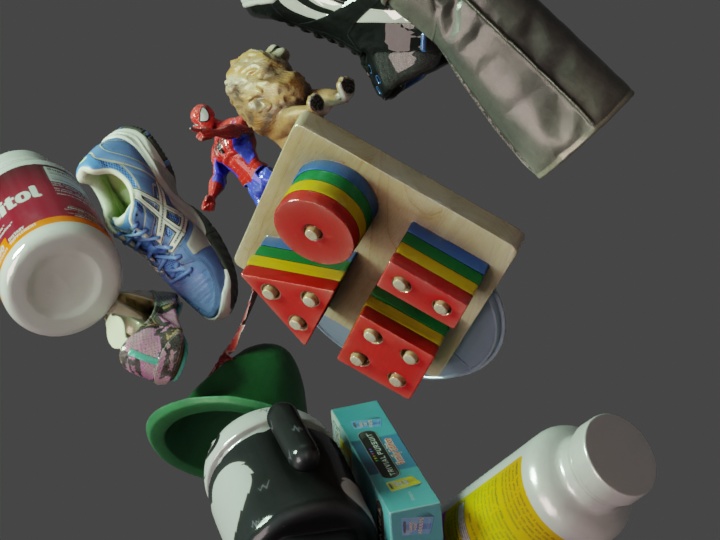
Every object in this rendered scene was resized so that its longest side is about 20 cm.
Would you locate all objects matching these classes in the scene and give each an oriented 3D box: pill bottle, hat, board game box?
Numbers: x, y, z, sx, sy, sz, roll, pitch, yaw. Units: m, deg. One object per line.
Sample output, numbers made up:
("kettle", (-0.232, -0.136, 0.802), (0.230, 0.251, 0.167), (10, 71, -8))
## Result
("pill bottle", (0.152, 0.194, 1.664), (0.104, 0.104, 0.200), (53, 134, 6))
("hat", (-0.094, 0.081, 1.865), (0.165, 0.176, 0.200), (28, 144, -30))
("pill bottle", (-0.296, -0.032, 1.876), (0.200, 0.113, 0.113), (-128, 35, -55))
("board game box", (0.025, 0.224, 1.747), (0.200, 0.047, 0.151), (-125, 27, -65))

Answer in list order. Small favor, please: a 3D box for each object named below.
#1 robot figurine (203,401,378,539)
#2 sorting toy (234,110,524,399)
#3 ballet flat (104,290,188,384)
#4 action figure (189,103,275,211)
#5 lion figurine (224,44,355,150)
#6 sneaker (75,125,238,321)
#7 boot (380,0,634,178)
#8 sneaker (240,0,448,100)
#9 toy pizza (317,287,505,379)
("robot figurine", (-0.061, 0.202, 1.697), (0.150, 0.125, 0.200), (-46, 38, 14))
("sorting toy", (0.000, 0.000, 1.618), (0.198, 0.070, 0.200), (30, 143, 1))
("ballet flat", (-0.196, 0.053, 1.841), (0.071, 0.200, 0.069), (22, 99, -11))
("action figure", (-0.093, -0.065, 1.750), (0.200, 0.099, 0.065), (50, 125, 13))
("lion figurine", (-0.033, -0.101, 1.695), (0.122, 0.072, 0.200), (-12, 112, 53))
("sneaker", (-0.188, -0.034, 1.857), (0.200, 0.077, 0.076), (54, 132, 3))
("boot", (0.128, -0.196, 1.516), (0.200, 0.073, 0.182), (45, 113, 5))
("sneaker", (-0.009, -0.189, 1.633), (0.200, 0.073, 0.112), (-2, 108, 39))
("toy pizza", (0.031, 0.014, 1.697), (0.200, 0.032, 0.201), (18, 141, 15))
